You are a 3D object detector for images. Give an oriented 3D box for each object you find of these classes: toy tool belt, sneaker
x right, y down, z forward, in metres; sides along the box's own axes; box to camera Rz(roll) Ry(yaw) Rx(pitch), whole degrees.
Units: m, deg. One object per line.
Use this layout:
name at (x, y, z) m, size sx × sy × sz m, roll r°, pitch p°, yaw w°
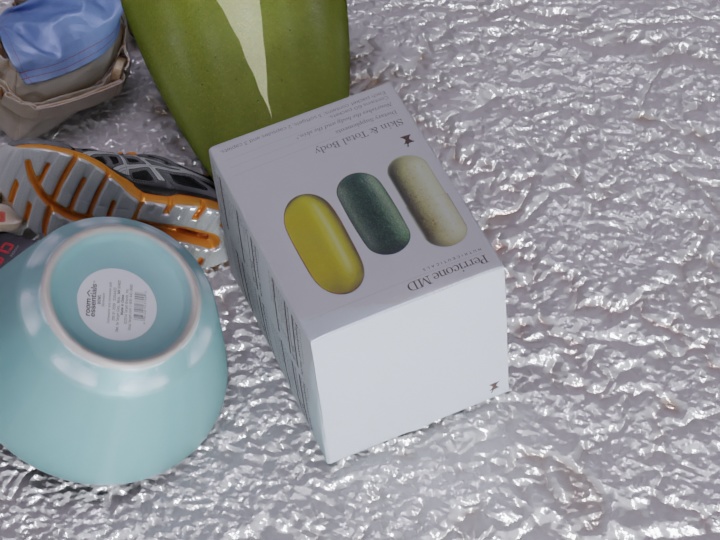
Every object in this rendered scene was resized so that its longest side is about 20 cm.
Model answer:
toy tool belt at (-0.241, -0.207, 1.670) m, size 0.200 × 0.123 × 0.125 m, roll -37°, pitch 57°, yaw -22°
sneaker at (-0.191, -0.061, 1.553) m, size 0.199 × 0.078 × 0.077 m, roll 19°, pitch 32°, yaw -23°

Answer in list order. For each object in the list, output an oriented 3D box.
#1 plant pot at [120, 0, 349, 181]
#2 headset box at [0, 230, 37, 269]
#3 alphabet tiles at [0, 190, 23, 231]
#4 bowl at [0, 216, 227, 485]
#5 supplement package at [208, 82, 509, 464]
plant pot at (-0.083, -0.153, 1.594) m, size 0.186 × 0.187 × 0.201 m, roll -13°, pitch 66°, yaw -4°
headset box at (-0.340, 0.032, 1.519) m, size 0.199 × 0.075 × 0.149 m, roll 17°, pitch 53°, yaw 18°
alphabet tiles at (-0.353, -0.069, 1.568) m, size 0.199 × 0.015 × 0.195 m, roll -2°, pitch 22°, yaw -31°
bowl at (-0.181, 0.041, 1.432) m, size 0.199 × 0.105 × 0.202 m, roll 10°, pitch 57°, yaw -15°
supplement package at (0.000, 0.000, 1.459) m, size 0.151 × 0.151 × 0.201 m, roll -21°, pitch 52°, yaw -11°
